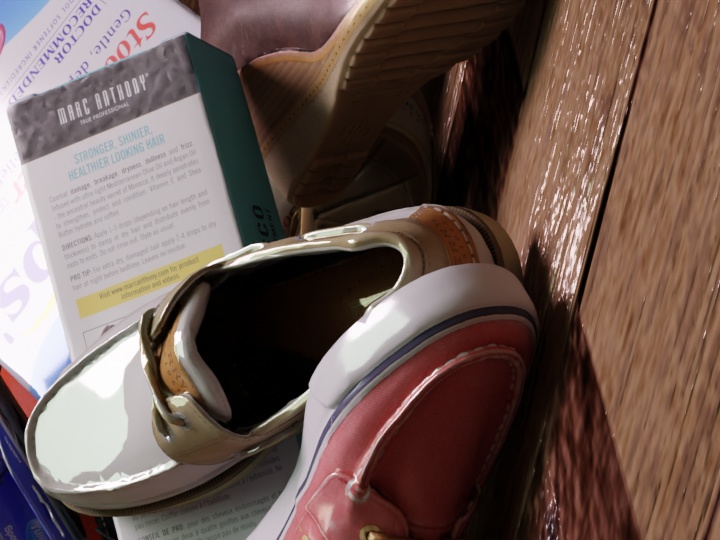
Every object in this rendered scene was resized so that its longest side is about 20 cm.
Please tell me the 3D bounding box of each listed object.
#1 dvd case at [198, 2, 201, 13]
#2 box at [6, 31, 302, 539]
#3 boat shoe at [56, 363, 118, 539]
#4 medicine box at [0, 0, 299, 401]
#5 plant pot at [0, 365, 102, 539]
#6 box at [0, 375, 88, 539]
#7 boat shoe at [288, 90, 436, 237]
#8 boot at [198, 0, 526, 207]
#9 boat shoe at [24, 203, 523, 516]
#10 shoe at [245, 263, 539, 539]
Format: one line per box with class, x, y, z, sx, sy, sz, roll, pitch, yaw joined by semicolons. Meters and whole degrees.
dvd case;-0.013;-0.180;1.036;0.200;0.017;0.144;10;-91;-63
box;-0.066;0.020;0.780;0.049;0.082;0.202;16;-123;-70
boat shoe;-0.077;0.122;0.915;0.062;0.074;0.201;-104;-8;-61
medicine box;-0.121;-0.040;0.995;0.183;0.200;0.103;-53;-36;0
plant pot;-0.086;0.043;1.136;0.176;0.198;0.202;133;147;-61
box;-0.170;0.090;0.958;0.120;0.041;0.200;62;175;-20
boat shoe;0.000;0.000;0.932;0.067;0.073;0.201;-70;-2;-47
boot;-0.015;-0.141;0.798;0.200;0.072;0.167;-48;58;46
boat shoe;-0.045;0.028;0.699;0.068;0.199;0.075;9;-123;-60
shoe;0.014;0.094;0.657;0.201;0.071;0.091;-60;41;40
